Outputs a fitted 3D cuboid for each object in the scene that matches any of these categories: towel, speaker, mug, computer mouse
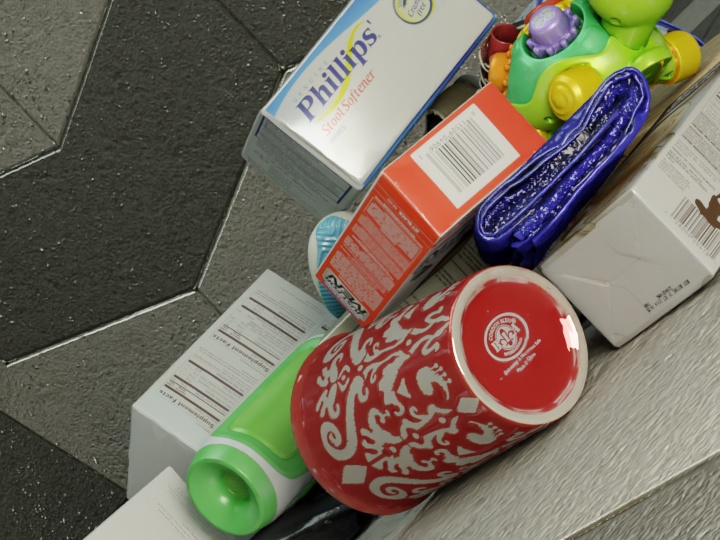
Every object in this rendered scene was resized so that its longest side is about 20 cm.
[{"bbox_3d":[0.138,-0.059,1.339,0.148,0.050,0.200,-44,-5,-1],"label":"towel"},{"bbox_3d":[-0.058,0.129,1.621,0.088,0.089,0.200,-41,2,43],"label":"speaker"},{"bbox_3d":[0.058,0.059,1.355,0.200,0.133,0.179,-33,39,55],"label":"mug"},{"bbox_3d":[-0.043,0.206,1.586,0.200,0.053,0.138,-45,4,-3],"label":"computer mouse"}]

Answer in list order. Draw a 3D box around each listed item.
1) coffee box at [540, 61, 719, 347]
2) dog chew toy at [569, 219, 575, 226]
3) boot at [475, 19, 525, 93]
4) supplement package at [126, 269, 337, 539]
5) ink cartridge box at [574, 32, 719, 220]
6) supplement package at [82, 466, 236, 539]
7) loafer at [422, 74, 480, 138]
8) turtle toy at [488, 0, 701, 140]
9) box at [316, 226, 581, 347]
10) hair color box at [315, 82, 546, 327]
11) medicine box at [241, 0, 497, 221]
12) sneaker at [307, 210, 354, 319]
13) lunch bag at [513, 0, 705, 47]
[{"bbox_3d":[0.219,-0.056,1.326,0.200,0.080,0.114,-48,3,-40],"label":"coffee box"},{"bbox_3d":[0.133,-0.037,1.690,0.200,0.125,0.124,-38,1,-19],"label":"dog chew toy"},{"bbox_3d":[0.094,-0.123,1.605,0.199,0.145,0.073,-31,46,3],"label":"boot"},{"bbox_3d":[-0.091,0.141,1.796,0.200,0.150,0.152,-46,-20,-35],"label":"supplement package"},{"bbox_3d":[0.261,-0.112,1.571,0.165,0.075,0.200,-45,2,-22],"label":"ink cartridge box"},{"bbox_3d":[-0.200,0.277,1.606,0.121,0.120,0.200,-45,-3,42],"label":"supplement package"},{"bbox_3d":[0.068,-0.077,1.743,0.069,0.075,0.201,-24,-46,-39],"label":"loafer"},{"bbox_3d":[0.172,-0.164,1.464,0.145,0.102,0.200,-22,-12,-36],"label":"turtle toy"},{"bbox_3d":[0.083,0.029,1.571,0.200,0.128,0.109,-44,2,13],"label":"box"},{"bbox_3d":[0.046,-0.041,1.396,0.111,0.064,0.200,-40,-5,-23],"label":"hair color box"},{"bbox_3d":[0.003,-0.148,1.617,0.183,0.103,0.200,-52,3,-10],"label":"medicine box"},{"bbox_3d":[0.000,0.000,1.676,0.076,0.081,0.200,-35,-32,3],"label":"sneaker"},{"bbox_3d":[0.228,-0.160,1.786,0.170,0.198,0.125,147,131,-78],"label":"lunch bag"}]
